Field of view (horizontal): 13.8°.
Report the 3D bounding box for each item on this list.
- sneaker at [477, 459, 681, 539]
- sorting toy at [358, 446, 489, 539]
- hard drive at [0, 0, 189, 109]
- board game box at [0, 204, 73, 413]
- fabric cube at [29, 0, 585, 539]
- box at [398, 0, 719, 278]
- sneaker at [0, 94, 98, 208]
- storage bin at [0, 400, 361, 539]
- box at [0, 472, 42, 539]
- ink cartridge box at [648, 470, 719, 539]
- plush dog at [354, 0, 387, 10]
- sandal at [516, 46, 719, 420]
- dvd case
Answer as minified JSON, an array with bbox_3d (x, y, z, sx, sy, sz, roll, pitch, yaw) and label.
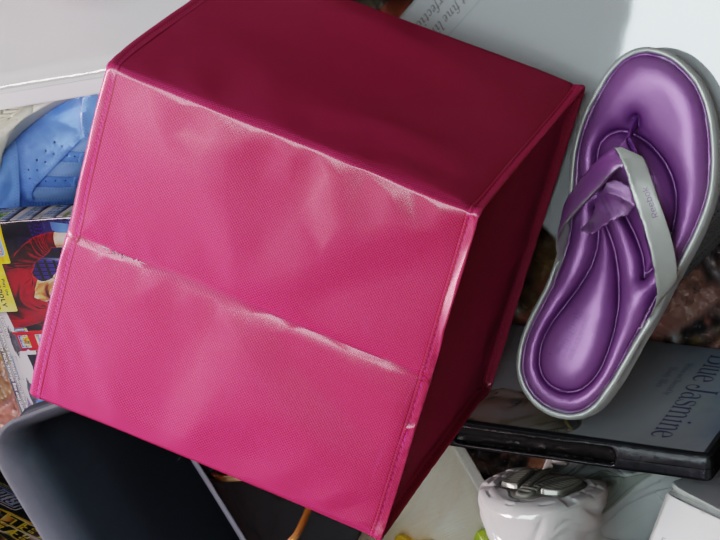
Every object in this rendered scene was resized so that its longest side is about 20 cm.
[{"bbox_3d":[0.124,0.148,1.622,0.078,0.200,0.100,12,105,35],"label":"sneaker"},{"bbox_3d":[0.020,0.167,1.725,0.200,0.107,0.180,-30,72,28],"label":"sorting toy"},{"bbox_3d":[-0.156,-0.159,1.765,0.200,0.026,0.132,-7,50,23],"label":"hard drive"},{"bbox_3d":[-0.112,0.043,1.738,0.200,0.062,0.200,-3,117,27],"label":"board game box"},{"bbox_3d":[-0.025,-0.015,1.524,0.199,0.196,0.200,21,116,10],"label":"fabric cube"},{"bbox_3d":[0.156,-0.124,1.620,0.200,0.131,0.199,47,109,13],"label":"box"},{"bbox_3d":[-0.169,-0.073,1.798,0.200,0.111,0.077,-35,39,-8],"label":"sneaker"},{"bbox_3d":[-0.080,0.119,1.645,0.145,0.134,0.200,-20,109,34],"label":"storage bin"},{"bbox_3d":[-0.184,0.182,1.773,0.200,0.160,0.049,24,102,20],"label":"box"},{"bbox_3d":[0.188,0.215,1.625,0.084,0.146,0.200,24,103,19],"label":"ink cartridge box"},{"bbox_3d":[-0.014,-0.189,1.652,0.160,0.200,0.172,38,143,14],"label":"plush dog"},{"bbox_3d":[0.134,-0.015,1.540,0.082,0.050,0.203,18,102,18],"label":"sandal"},{"bbox_3d":[0.120,0.069,1.645,0.200,0.143,0.018,7,113,22],"label":"dvd case"}]
